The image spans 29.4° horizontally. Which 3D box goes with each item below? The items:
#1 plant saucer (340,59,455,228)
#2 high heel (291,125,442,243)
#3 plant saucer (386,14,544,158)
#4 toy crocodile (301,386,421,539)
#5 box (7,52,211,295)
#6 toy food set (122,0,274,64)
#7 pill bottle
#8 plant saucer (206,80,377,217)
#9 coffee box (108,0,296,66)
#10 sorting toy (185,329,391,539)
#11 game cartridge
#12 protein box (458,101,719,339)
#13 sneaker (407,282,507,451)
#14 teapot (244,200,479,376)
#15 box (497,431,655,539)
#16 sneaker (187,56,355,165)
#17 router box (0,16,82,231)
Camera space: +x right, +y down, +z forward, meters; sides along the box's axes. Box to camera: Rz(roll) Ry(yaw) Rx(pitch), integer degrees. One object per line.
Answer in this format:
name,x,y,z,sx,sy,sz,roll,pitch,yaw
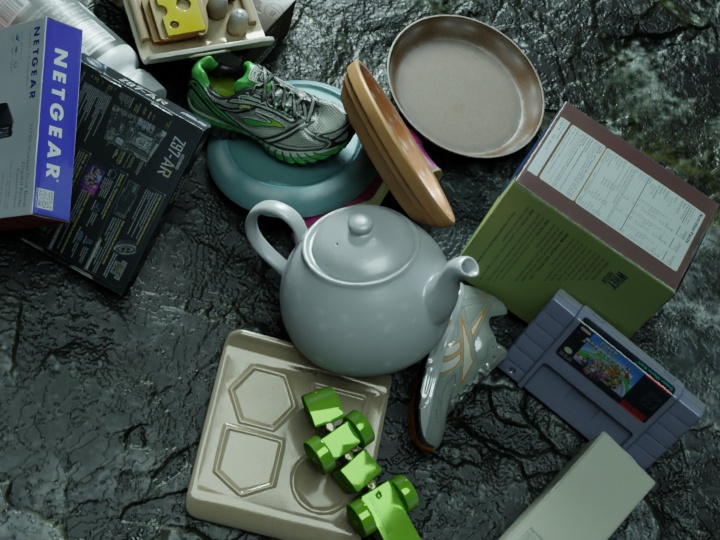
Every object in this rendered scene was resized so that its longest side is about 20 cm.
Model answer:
plant saucer,0.034,-0.127,1.443,0.037,0.200,0.201,-31,76,9
high heel,-0.010,-0.101,1.543,0.199,0.067,0.096,-32,64,-16
plant saucer,0.121,-0.212,1.622,0.199,0.032,0.201,9,60,-16
toy crocodile,-0.001,0.209,1.389,0.067,0.062,0.201,-32,87,-20
box,-0.269,-0.100,1.425,0.160,0.044,0.201,28,104,0
toy food set,-0.190,-0.322,1.499,0.143,0.060,0.201,-13,70,-18
pill bottle,-0.315,-0.226,1.490,0.200,0.114,0.114,41,65,5
plant saucer,-0.074,-0.144,1.526,0.199,0.027,0.201,-1,54,1
coffee box,-0.187,-0.314,1.575,0.200,0.080,0.113,37,64,4
sorting toy,-0.073,0.179,1.429,0.184,0.036,0.201,15,70,-7
game cartridge,0.257,0.123,1.475,0.200,0.130,0.038,39,45,5
protein box,0.241,-0.034,1.490,0.199,0.199,0.135,34,58,2
sneaker,0.110,0.103,1.475,0.091,0.076,0.201,16,66,-2
teapot,0.000,0.000,1.414,0.199,0.147,0.198,-16,45,-8
box,0.213,0.269,1.438,0.082,0.068,0.200,46,65,7
sneaker,-0.098,-0.175,1.481,0.199,0.085,0.078,14,55,10
router box,-0.364,-0.143,1.393,0.049,0.179,0.201,13,76,-51
